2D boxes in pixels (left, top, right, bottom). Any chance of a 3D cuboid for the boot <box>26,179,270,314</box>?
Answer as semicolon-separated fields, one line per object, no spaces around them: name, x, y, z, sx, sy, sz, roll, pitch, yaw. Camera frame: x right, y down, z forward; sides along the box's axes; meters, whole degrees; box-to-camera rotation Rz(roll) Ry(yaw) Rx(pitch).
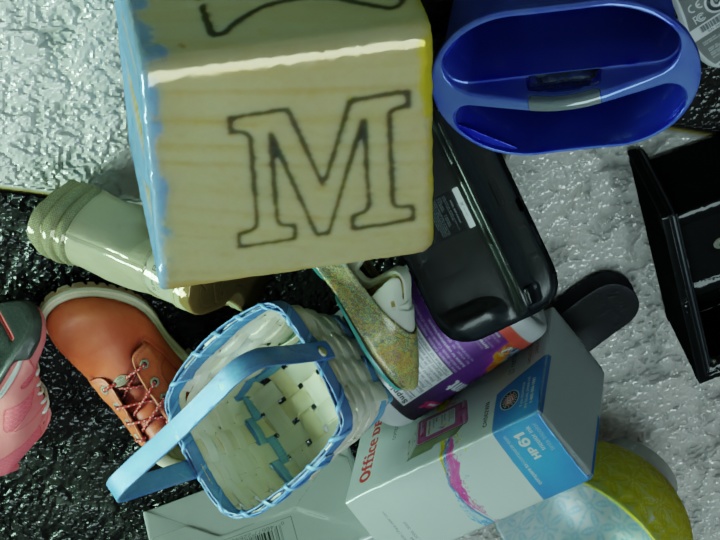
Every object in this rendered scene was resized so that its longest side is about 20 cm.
boot;-0.156;-0.020;1.727;0.155;0.200;0.073;19;101;16

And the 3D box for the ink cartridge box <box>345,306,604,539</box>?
ink cartridge box;0.095;0.139;1.862;0.199;0.145;0.085;-29;115;27

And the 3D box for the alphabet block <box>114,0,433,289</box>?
alphabet block;-0.064;-0.128;1.585;0.199;0.196;0.197;-8;131;-8

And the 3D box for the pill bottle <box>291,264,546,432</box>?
pill bottle;0.043;0.058;1.835;0.199;0.112;0.111;-34;131;14

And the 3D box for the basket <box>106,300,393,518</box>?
basket;-0.087;0.111;1.725;0.176;0.139;0.200;-41;167;27

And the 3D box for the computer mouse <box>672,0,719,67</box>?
computer mouse;0.246;-0.236;1.688;0.109;0.044;0.200;-32;126;6

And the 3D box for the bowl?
bowl;0.226;0.216;2.013;0.108;0.199;0.201;-47;142;-32

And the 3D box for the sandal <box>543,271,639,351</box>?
sandal;0.156;0.077;1.931;0.076;0.043;0.200;31;116;-35

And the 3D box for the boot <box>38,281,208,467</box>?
boot;-0.179;0.089;1.803;0.075;0.108;0.200;-36;129;18

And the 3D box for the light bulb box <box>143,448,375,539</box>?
light bulb box;-0.065;0.285;1.993;0.197;0.125;0.201;-20;132;1

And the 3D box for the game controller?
game controller;0.073;-0.046;1.740;0.104;0.042;0.201;-24;94;16

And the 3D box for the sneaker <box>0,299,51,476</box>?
sneaker;-0.285;0.097;1.816;0.086;0.074;0.201;2;135;-35

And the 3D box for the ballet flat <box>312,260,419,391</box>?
ballet flat;0.000;0.000;1.744;0.071;0.071;0.201;-35;88;15

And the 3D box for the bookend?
bookend;0.343;-0.033;1.856;0.199;0.092;0.199;-20;132;0

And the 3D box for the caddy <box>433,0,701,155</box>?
caddy;0.152;-0.155;1.656;0.199;0.105;0.142;-6;134;11
